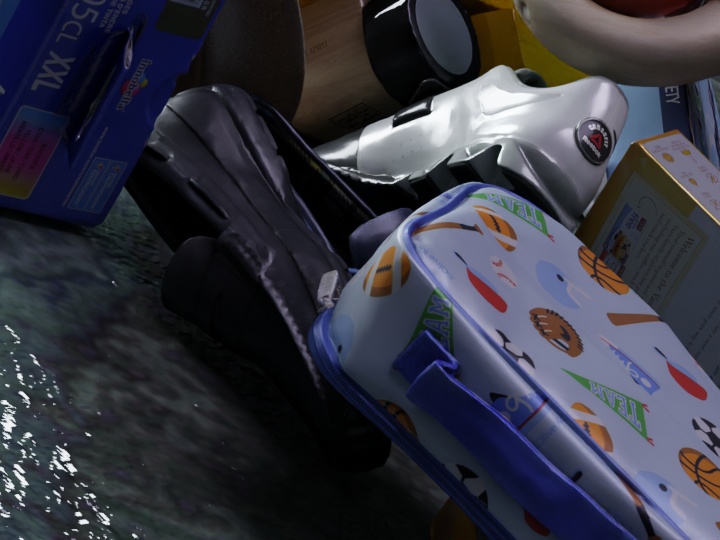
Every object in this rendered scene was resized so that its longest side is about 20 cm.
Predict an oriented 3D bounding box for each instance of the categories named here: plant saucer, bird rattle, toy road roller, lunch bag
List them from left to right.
[{"bbox_3d":[-0.099,-0.141,1.239,0.037,0.201,0.200,-30,58,-27],"label":"plant saucer"},{"bbox_3d":[0.027,-0.120,1.335,0.200,0.123,0.147,19,56,-48],"label":"toy road roller"},{"bbox_3d":[0.071,0.056,1.004,0.200,0.076,0.160,43,21,4],"label":"lunch bag"},{"bbox_3d":[0.147,-0.137,1.207,0.201,0.162,0.113,61,-11,22],"label":"bird rattle"}]

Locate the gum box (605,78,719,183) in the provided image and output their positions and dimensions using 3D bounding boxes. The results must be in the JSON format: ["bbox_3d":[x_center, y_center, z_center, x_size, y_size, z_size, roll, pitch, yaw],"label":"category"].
[{"bbox_3d":[0.151,-0.041,1.296,0.200,0.044,0.171,69,16,-47],"label":"gum box"}]

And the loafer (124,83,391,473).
[{"bbox_3d":[-0.046,0.006,1.107,0.070,0.068,0.201,-18,53,-16],"label":"loafer"}]

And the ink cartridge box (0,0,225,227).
[{"bbox_3d":[-0.133,-0.114,1.128,0.076,0.137,0.200,11,29,-42],"label":"ink cartridge box"}]

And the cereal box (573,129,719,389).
[{"bbox_3d":[0.157,0.060,1.142,0.039,0.144,0.200,-16,56,-47],"label":"cereal box"}]

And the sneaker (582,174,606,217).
[{"bbox_3d":[0.134,-0.087,1.578,0.200,0.082,0.075,41,20,21],"label":"sneaker"}]

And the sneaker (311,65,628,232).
[{"bbox_3d":[0.047,-0.049,1.226,0.200,0.089,0.074,0,-46,52],"label":"sneaker"}]

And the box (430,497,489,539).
[{"bbox_3d":[0.081,0.150,0.987,0.119,0.042,0.200,31,17,-8],"label":"box"}]

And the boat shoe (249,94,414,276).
[{"bbox_3d":[0.000,0.000,1.171,0.200,0.069,0.084,38,20,13],"label":"boat shoe"}]
